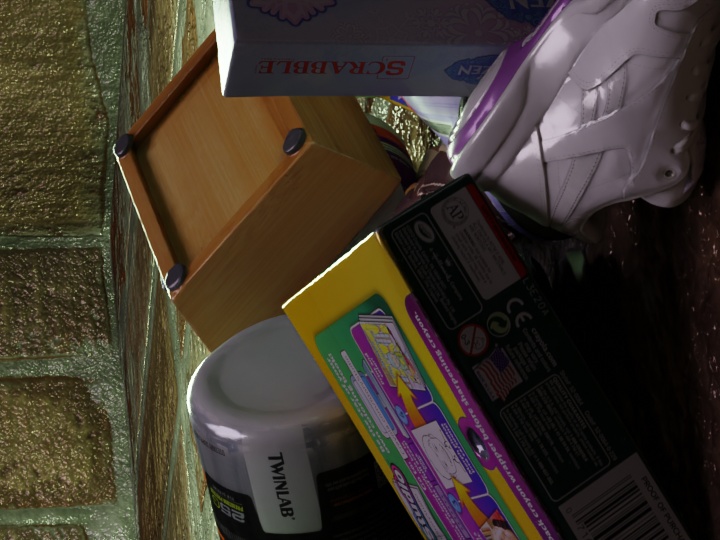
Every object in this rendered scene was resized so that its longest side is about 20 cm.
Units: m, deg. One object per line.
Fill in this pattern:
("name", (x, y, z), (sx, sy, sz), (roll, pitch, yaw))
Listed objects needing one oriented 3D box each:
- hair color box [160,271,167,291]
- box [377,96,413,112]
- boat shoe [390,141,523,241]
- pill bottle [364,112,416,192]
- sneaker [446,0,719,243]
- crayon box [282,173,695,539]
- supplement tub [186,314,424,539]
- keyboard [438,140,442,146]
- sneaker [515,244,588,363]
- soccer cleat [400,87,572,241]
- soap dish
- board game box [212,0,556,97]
("hair color box", (-0.057, 0.002, 1.294), (0.060, 0.199, 0.101), (-32, 48, 23))
("box", (0.054, -0.123, 1.041), (0.200, 0.063, 0.071), (-140, 54, -73))
("boat shoe", (0.052, -0.026, 0.992), (0.072, 0.072, 0.200), (-58, 9, -2))
("pill bottle", (0.000, 0.000, 1.169), (0.113, 0.111, 0.201), (101, 158, -44))
("sneaker", (0.121, -0.088, 0.762), (0.200, 0.099, 0.075), (-49, 9, 44))
("crayon box", (0.055, 0.072, 0.855), (0.201, 0.058, 0.172), (59, 161, 2))
("supplement tub", (-0.019, 0.135, 1.019), (0.123, 0.121, 0.202), (-115, 12, -61))
("keyboard", (0.048, -0.023, 1.219), (0.201, 0.011, 0.057), (107, 153, -56))
("sneaker", (0.080, 0.070, 0.958), (0.104, 0.059, 0.202), (-112, 27, -66))
("soccer cleat", (0.053, -0.088, 0.894), (0.201, 0.068, 0.073), (62, 151, 25))
("soap dish", (-0.068, -0.060, 1.120), (0.157, 0.081, 0.201), (-47, 38, 16))
("board game box", (0.024, -0.172, 0.869), (0.041, 0.197, 0.201), (109, 155, -56))
